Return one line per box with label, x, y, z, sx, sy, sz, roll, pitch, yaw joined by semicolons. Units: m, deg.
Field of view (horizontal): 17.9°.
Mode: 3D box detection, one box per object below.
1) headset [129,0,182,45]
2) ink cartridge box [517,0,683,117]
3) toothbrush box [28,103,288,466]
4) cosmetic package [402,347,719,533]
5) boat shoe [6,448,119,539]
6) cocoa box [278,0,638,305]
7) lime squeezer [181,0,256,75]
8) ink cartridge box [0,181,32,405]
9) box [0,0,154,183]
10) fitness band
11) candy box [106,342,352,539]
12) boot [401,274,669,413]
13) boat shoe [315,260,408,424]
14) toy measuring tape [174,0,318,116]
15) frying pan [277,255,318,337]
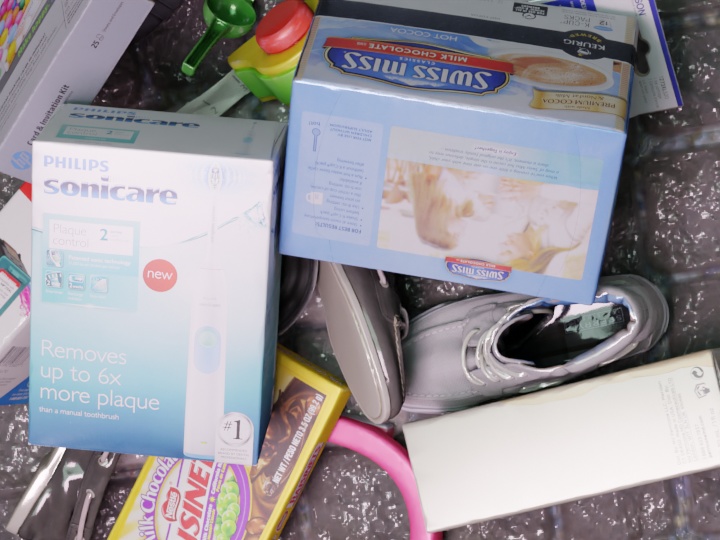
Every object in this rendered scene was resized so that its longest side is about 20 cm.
headset;-0.129;-0.239;1.492;0.200;0.094;0.124;-46;34;21
ink cartridge box;0.098;-0.130;1.446;0.199;0.037;0.095;-10;120;19
toothbrush box;-0.124;0.008;1.399;0.146;0.085;0.201;6;110;2
cosmetic package;0.139;0.105;1.416;0.200;0.104;0.073;-14;84;16
boat shoe;-0.165;0.103;1.523;0.057;0.067;0.200;30;102;-7
cocoa box;0.059;-0.080;1.384;0.199;0.131;0.134;9;127;4
lime squeezer;-0.076;-0.199;1.512;0.038;0.071;0.200;23;66;14
ink cartridge box;-0.206;-0.002;1.523;0.067;0.116;0.200;45;101;14
box;-0.196;-0.176;1.480;0.156;0.041;0.200;-53;31;29
fitness band;-0.042;0.162;1.508;0.199;0.037;0.144;9;92;19
candy box;-0.093;0.140;1.495;0.102;0.026;0.200;30;100;19
boot;0.090;0.043;1.436;0.200;0.096;0.074;-18;83;17
boat shoe;0.000;0.000;1.468;0.057;0.067;0.200;-14;68;-21
toy measuring tape;-0.065;-0.119;1.498;0.200;0.074;0.074;-37;78;9
frying pan;-0.119;-0.019;1.449;0.190;0.031;0.115;22;103;-8
